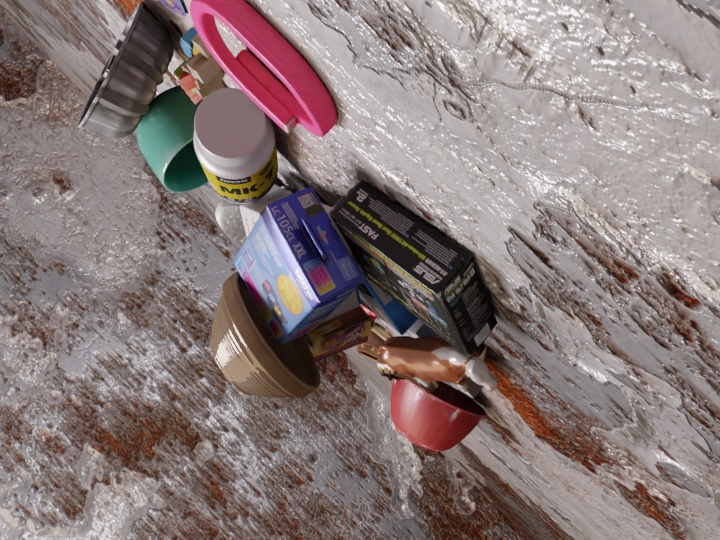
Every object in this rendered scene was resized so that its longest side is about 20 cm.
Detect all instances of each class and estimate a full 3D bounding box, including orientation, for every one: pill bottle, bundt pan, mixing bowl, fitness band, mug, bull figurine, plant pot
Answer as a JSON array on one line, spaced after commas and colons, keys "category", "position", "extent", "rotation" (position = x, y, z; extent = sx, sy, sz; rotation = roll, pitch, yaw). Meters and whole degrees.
[{"category": "pill bottle", "position": [-0.175, -0.173, 1.059], "extent": [0.114, 0.114, 0.200], "rotation": [43, 171, 4]}, {"category": "bundt pan", "position": [-0.339, -0.283, 1.106], "extent": [0.075, 0.205, 0.201], "rotation": [27, 178, -25]}, {"category": "mixing bowl", "position": [0.131, 0.276, 1.444], "extent": [0.197, 0.110, 0.200], "rotation": [27, -176, -2]}, {"category": "fitness band", "position": [-0.106, -0.220, 0.809], "extent": [0.200, 0.037, 0.144], "rotation": [44, 170, 4]}, {"category": "mug", "position": [-0.280, -0.212, 1.204], "extent": [0.115, 0.150, 0.186], "rotation": [53, 160, 13]}, {"category": "bull figurine", "position": [0.125, 0.142, 1.132], "extent": [0.196, 0.066, 0.121], "rotation": [12, 161, 30]}, {"category": "plant pot", "position": [-0.150, 0.108, 1.066], "extent": [0.203, 0.092, 0.201], "rotation": [54, -174, -8]}]

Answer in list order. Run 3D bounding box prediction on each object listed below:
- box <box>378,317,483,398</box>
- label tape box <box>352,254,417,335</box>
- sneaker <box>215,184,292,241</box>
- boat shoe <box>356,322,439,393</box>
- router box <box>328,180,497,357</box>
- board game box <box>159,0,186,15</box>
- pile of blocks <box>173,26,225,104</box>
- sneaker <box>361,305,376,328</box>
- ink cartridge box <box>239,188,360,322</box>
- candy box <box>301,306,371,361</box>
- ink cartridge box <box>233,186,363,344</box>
[{"category": "box", "position": [0.121, 0.137, 1.314], "extent": [0.156, 0.041, 0.200], "rotation": [48, 169, -13]}, {"category": "label tape box", "position": [0.000, 0.000, 1.188], "extent": [0.199, 0.066, 0.144], "rotation": [31, 163, 49]}, {"category": "sneaker", "position": [-0.173, -0.104, 1.245], "extent": [0.081, 0.077, 0.198], "rotation": [52, -151, 20]}, {"category": "boat shoe", "position": [0.066, 0.172, 1.372], "extent": [0.199, 0.068, 0.072], "rotation": [36, 167, 45]}, {"category": "router box", "position": [0.064, -0.003, 0.906], "extent": [0.199, 0.062, 0.151], "rotation": [38, 168, 37]}, {"category": "board game box", "position": [-0.292, -0.382, 0.906], "extent": [0.158, 0.039, 0.200], "rotation": [43, 170, 13]}, {"category": "pile of blocks", "position": [-0.231, -0.277, 1.024], "extent": [0.082, 0.062, 0.200], "rotation": [45, 170, -6]}, {"category": "sneaker", "position": [-0.016, 0.086, 1.416], "extent": [0.087, 0.073, 0.200], "rotation": [48, 150, 6]}, {"category": "ink cartridge box", "position": [-0.093, -0.026, 1.120], "extent": [0.199, 0.083, 0.148], "rotation": [25, 131, 55]}, {"category": "candy box", "position": [-0.082, 0.052, 1.236], "extent": [0.201, 0.115, 0.057], "rotation": [49, 143, 35]}, {"category": "ink cartridge box", "position": [-0.078, -0.008, 0.946], "extent": [0.138, 0.075, 0.200], "rotation": [59, 147, 9]}]
